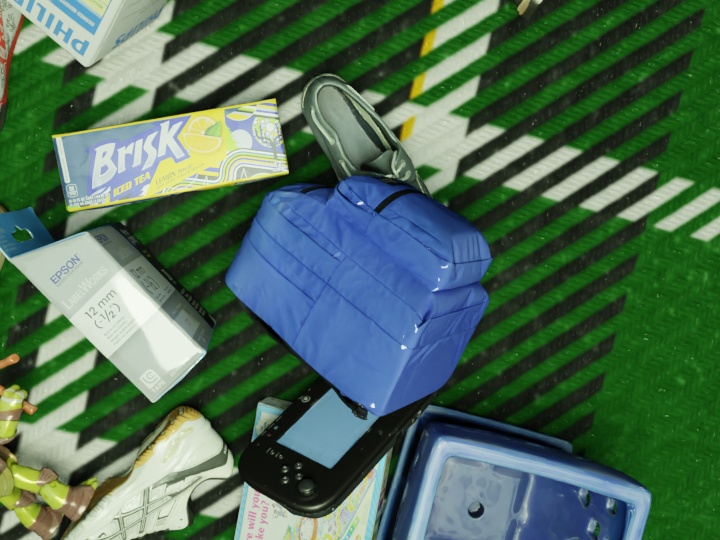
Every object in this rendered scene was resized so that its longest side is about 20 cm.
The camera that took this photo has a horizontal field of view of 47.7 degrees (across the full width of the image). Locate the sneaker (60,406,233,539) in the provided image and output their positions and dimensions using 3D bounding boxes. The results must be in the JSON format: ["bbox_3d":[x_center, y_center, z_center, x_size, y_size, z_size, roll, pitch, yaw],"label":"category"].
[{"bbox_3d":[-0.203,0.226,0.766,0.200,0.076,0.088,-44,103,2],"label":"sneaker"}]

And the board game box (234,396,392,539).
[{"bbox_3d":[-0.049,0.237,0.783,0.133,0.034,0.203,12,95,12],"label":"board game box"}]

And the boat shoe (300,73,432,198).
[{"bbox_3d":[0.012,-0.094,0.762,0.072,0.062,0.201,-35,99,-2],"label":"boat shoe"}]

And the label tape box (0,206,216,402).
[{"bbox_3d":[-0.217,0.007,0.705,0.066,0.143,0.200,-41,99,0],"label":"label tape box"}]

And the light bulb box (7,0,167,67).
[{"bbox_3d":[-0.223,-0.313,0.636,0.198,0.125,0.200,39,128,-9],"label":"light bulb box"}]

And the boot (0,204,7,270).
[{"bbox_3d":[-0.360,0.041,0.686,0.072,0.155,0.202,17,95,-8],"label":"boot"}]

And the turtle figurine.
[{"bbox_3d":[-0.318,0.173,0.722,0.200,0.065,0.161,-43,116,16],"label":"turtle figurine"}]

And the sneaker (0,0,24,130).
[{"bbox_3d":[-0.333,-0.211,0.687,0.066,0.108,0.204,6,95,-7],"label":"sneaker"}]

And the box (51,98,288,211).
[{"bbox_3d":[-0.168,-0.104,0.740,0.197,0.064,0.071,-11,97,-5],"label":"box"}]

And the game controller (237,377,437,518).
[{"bbox_3d":[-0.016,0.136,0.729,0.104,0.200,0.043,25,134,27],"label":"game controller"}]

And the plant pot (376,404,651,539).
[{"bbox_3d":[0.118,0.241,0.751,0.197,0.180,0.203,15,94,-9],"label":"plant pot"}]

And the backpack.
[{"bbox_3d":[0.000,0.000,0.704,0.199,0.162,0.169,33,104,24],"label":"backpack"}]

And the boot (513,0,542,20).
[{"bbox_3d":[0.153,-0.348,0.752,0.137,0.077,0.202,29,79,-5],"label":"boot"}]
